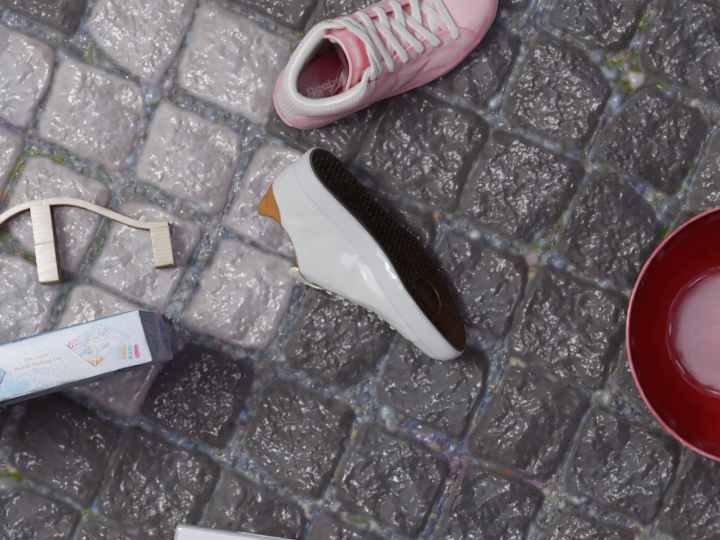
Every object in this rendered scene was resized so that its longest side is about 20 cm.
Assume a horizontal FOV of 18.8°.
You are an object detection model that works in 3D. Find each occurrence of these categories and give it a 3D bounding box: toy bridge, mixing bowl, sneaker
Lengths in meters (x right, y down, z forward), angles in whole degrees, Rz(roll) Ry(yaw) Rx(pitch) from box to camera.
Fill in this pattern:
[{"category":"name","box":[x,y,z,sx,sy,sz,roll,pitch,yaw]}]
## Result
[{"category":"toy bridge","box":[-0.249,-0.022,1.716,0.199,0.027,0.067,-7,87,-1]},{"category":"mixing bowl","box":[0.297,0.048,1.683,0.199,0.108,0.201,0,89,-2]},{"category":"sneaker","box":[0.022,-0.175,1.686,0.200,0.105,0.075,-31,88,-2]},{"category":"sneaker","box":[0.000,0.000,1.711,0.085,0.073,0.200,-37,97,29]}]

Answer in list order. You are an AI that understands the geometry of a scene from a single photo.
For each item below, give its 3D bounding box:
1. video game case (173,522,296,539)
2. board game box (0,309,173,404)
[{"category":"video game case","box":[-0.071,0.312,1.716,0.181,0.023,0.201,8,89,0]},{"category":"board game box","box":[-0.247,0.074,1.628,0.198,0.200,0.044,-14,88,-1]}]
